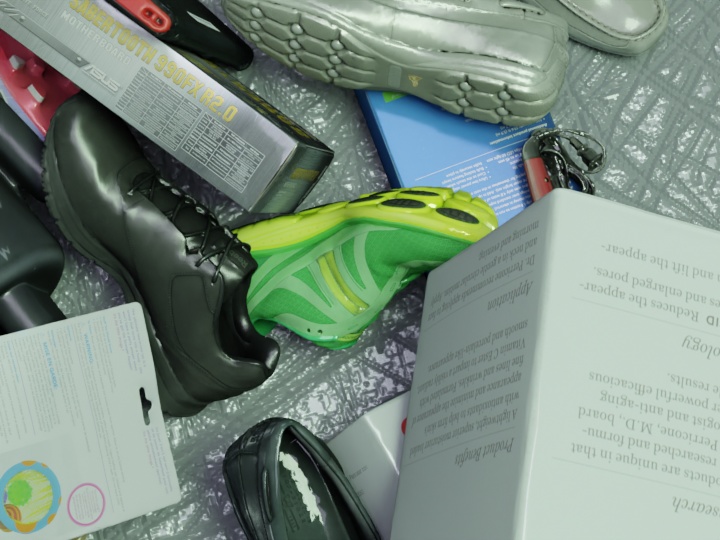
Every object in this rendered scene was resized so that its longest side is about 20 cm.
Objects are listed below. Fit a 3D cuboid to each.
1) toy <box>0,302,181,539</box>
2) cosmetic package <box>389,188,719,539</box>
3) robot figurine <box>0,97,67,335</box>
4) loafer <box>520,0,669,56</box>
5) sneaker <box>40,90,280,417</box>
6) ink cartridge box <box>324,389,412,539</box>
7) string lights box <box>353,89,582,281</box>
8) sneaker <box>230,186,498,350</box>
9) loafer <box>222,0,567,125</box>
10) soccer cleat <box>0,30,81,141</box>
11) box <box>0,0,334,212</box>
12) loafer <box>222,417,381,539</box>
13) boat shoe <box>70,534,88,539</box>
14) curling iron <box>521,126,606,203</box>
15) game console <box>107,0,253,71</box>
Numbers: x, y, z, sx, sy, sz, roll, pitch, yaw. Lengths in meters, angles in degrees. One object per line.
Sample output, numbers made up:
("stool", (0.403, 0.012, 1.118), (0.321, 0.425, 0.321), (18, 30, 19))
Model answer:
("toy", (-0.200, 0.095, 0.883), (0.199, 0.047, 0.116), (-15, 96, -39))
("cosmetic package", (0.121, 0.092, 0.808), (0.164, 0.165, 0.201), (14, 73, -16))
("robot figurine", (-0.252, -0.014, 0.950), (0.200, 0.125, 0.150), (49, 50, 8))
("loafer", (0.110, -0.210, 1.025), (0.200, 0.070, 0.070), (40, 81, 7))
("sneaker", (-0.107, -0.014, 0.942), (0.090, 0.076, 0.201), (-14, 112, 34))
("ink cartridge box", (0.088, 0.148, 0.926), (0.144, 0.085, 0.201), (-24, 78, -28))
("string lights box", (0.067, -0.068, 1.002), (0.102, 0.059, 0.201), (-19, 80, -4))
("sneaker", (0.000, 0.000, 0.953), (0.199, 0.074, 0.084), (-11, 95, 39))
("loafer", (0.021, -0.141, 0.949), (0.199, 0.070, 0.070), (17, 65, -1))
("soccer cleat", (-0.234, -0.118, 1.012), (0.076, 0.067, 0.200), (-43, 88, 23))
("box", (-0.115, -0.109, 0.951), (0.200, 0.158, 0.048), (36, 95, 5))
("loafer", (-0.011, 0.172, 0.887), (0.068, 0.070, 0.201), (-24, 85, -28))
("boat shoe", (-0.203, 0.213, 0.940), (0.063, 0.073, 0.200), (35, 91, -2))
("curling iron", (0.129, 0.009, 0.935), (0.049, 0.026, 0.201), (-8, 73, -6))
("game console", (-0.151, -0.179, 0.951), (0.177, 0.200, 0.031), (42, 98, 5))
